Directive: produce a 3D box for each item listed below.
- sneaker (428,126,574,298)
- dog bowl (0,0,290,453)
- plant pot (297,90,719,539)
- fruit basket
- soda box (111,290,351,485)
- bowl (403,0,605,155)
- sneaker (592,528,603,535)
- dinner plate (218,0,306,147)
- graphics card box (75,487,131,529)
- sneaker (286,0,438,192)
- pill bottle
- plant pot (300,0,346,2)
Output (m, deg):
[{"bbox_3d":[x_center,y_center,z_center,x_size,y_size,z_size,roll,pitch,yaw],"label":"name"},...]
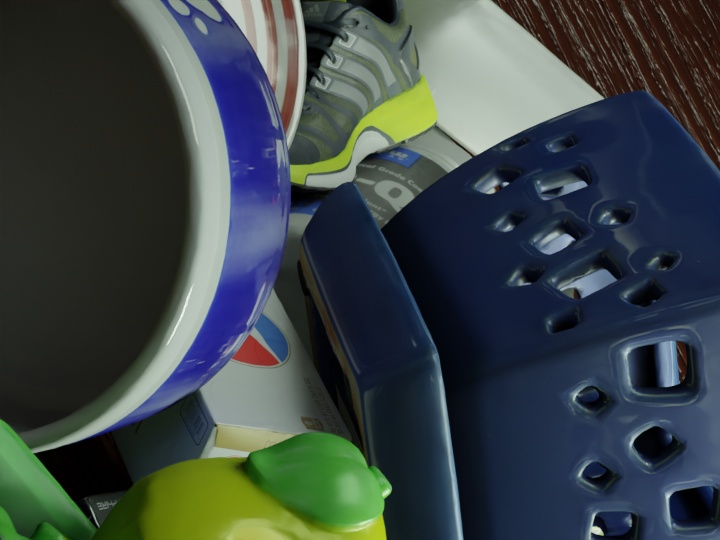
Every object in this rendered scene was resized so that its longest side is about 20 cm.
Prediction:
[{"bbox_3d":[0.062,-0.032,1.425,0.200,0.071,0.099,51,22,-21],"label":"sneaker"},{"bbox_3d":[-0.130,-0.032,0.928,0.201,0.200,0.079,62,24,9],"label":"dog bowl"},{"bbox_3d":[0.078,0.060,1.039,0.200,0.179,0.201,-115,-164,-61],"label":"plant pot"},{"bbox_3d":[-0.080,0.140,0.828,0.216,0.215,0.156,53,26,-11],"label":"fruit basket"},{"bbox_3d":[-0.076,0.028,1.032,0.068,0.064,0.200,9,33,-32],"label":"soda box"},{"bbox_3d":[0.067,-0.122,1.432,0.200,0.075,0.200,37,7,-29],"label":"bowl"},{"bbox_3d":[0.110,0.133,1.274,0.201,0.079,0.131,66,22,-7],"label":"sneaker"},{"bbox_3d":[-0.102,-0.116,1.059,0.200,0.024,0.201,16,66,-41],"label":"dinner plate"},{"bbox_3d":[-0.055,0.184,0.994,0.125,0.051,0.201,-5,67,-61],"label":"graphics card box"},{"bbox_3d":[-0.027,-0.088,1.185,0.200,0.074,0.081,-40,124,-61],"label":"sneaker"},{"bbox_3d":[0.000,0.000,1.221,0.114,0.114,0.200,55,26,-5],"label":"pill bottle"},{"bbox_3d":[-0.071,-0.221,1.280,0.200,0.200,0.185,21,54,-51],"label":"plant pot"}]
